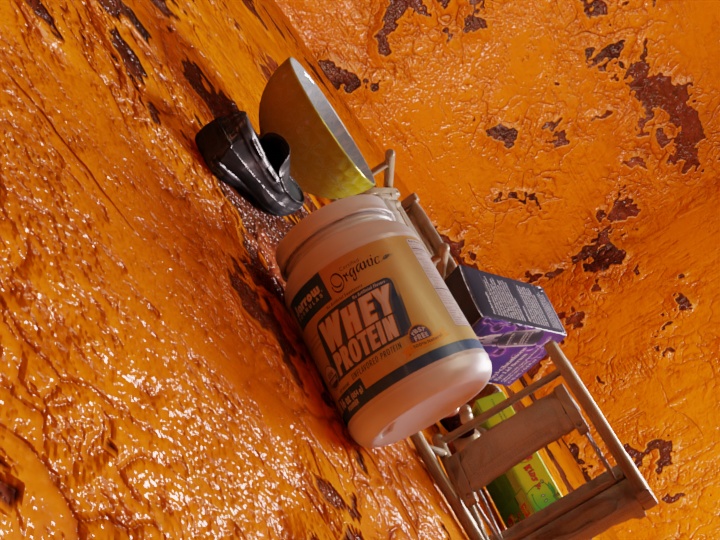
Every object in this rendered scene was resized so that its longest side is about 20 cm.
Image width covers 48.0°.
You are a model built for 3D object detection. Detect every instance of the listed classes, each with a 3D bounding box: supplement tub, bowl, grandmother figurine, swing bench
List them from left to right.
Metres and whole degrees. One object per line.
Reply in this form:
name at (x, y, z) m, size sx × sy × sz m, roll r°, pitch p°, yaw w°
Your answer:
bowl at (-0.077, -0.166, 1.067) m, size 0.201 × 0.107 × 0.200 m, roll 54°, pitch 10°, yaw -14°
supplement tub at (0.016, 0.045, 0.755) m, size 0.201 × 0.144 × 0.145 m, roll 60°, pitch 10°, yaw 21°
swing bench at (0.064, -0.049, 1.311) m, size 0.200 × 0.129 × 0.200 m, roll 61°, pitch 5°, yaw 24°
grandmother figurine at (0.111, 0.180, 1.063) m, size 0.201 × 0.060 × 0.121 m, roll 56°, pitch -3°, yaw -21°
swing bench at (0.192, 0.222, 0.905) m, size 0.201 × 0.198 × 0.130 m, roll 62°, pitch 11°, yaw 24°

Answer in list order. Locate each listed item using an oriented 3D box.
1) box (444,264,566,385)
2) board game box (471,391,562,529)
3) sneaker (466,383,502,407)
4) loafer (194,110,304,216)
box at (0.197, 0.091, 1.282) m, size 0.199 × 0.148 × 0.105 m, roll 12°, pitch 43°, yaw -35°
board game box at (0.209, 0.280, 1.108) m, size 0.102 × 0.047 × 0.201 m, roll 105°, pitch -35°, yaw -52°
sneaker at (0.217, 0.233, 1.355) m, size 0.088 × 0.075 × 0.200 m, roll 53°, pitch 11°, yaw -21°
loafer at (-0.103, -0.113, 0.884) m, size 0.068 × 0.070 × 0.200 m, roll 61°, pitch 11°, yaw 23°
